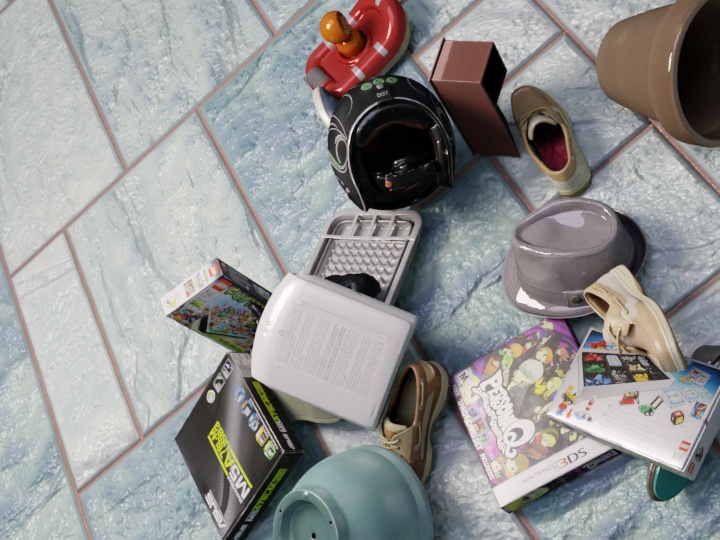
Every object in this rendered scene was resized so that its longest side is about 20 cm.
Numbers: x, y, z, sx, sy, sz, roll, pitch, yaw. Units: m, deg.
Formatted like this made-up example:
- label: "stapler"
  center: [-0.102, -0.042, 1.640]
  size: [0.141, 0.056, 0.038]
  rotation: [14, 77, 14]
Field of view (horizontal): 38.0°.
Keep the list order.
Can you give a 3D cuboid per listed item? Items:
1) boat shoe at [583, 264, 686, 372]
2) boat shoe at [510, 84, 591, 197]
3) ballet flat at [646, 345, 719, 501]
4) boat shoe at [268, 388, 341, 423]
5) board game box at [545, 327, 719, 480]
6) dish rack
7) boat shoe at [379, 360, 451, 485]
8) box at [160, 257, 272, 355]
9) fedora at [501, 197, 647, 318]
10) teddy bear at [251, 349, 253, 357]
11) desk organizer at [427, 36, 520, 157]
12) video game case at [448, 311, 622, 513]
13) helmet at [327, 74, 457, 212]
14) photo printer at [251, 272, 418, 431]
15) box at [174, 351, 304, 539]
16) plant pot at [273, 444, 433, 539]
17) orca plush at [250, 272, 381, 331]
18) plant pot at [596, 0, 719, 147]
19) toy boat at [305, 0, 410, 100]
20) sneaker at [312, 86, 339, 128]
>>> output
- label: "boat shoe"
  center: [0.316, 0.066, 1.222]
  size: [0.069, 0.074, 0.200]
  rotation: [-26, 25, 5]
- label: "boat shoe"
  center: [0.262, -0.196, 1.474]
  size: [0.074, 0.066, 0.201]
  rotation: [-35, 54, 14]
- label: "ballet flat"
  center: [0.384, 0.178, 1.236]
  size: [0.201, 0.067, 0.064]
  rotation: [-59, 25, -5]
- label: "boat shoe"
  center: [-0.089, 0.182, 1.531]
  size: [0.200, 0.060, 0.072]
  rotation: [5, 105, 36]
- label: "board game box"
  center: [0.326, 0.151, 1.226]
  size: [0.200, 0.035, 0.127]
  rotation: [19, 75, 49]
- label: "dish rack"
  center: [0.000, 0.000, 1.544]
  size: [0.171, 0.044, 0.201]
  rotation: [3, 55, 33]
- label: "boat shoe"
  center: [0.056, 0.214, 1.395]
  size: [0.075, 0.074, 0.201]
  rotation: [15, 90, 43]
- label: "box"
  center: [-0.192, 0.060, 1.561]
  size: [0.110, 0.200, 0.035]
  rotation: [-35, 54, 14]
- label: "fedora"
  center: [0.266, -0.031, 1.361]
  size: [0.199, 0.090, 0.178]
  rotation: [1, 57, 29]
- label: "teddy bear"
  center: [-0.069, 0.112, 1.513]
  size: [0.200, 0.144, 0.067]
  rotation: [23, 122, 56]
- label: "desk organizer"
  center: [0.172, -0.238, 1.469]
  size: [0.077, 0.200, 0.072]
  rotation: [9, 70, 29]
- label: "video game case"
  center: [0.224, 0.180, 1.343]
  size: [0.181, 0.036, 0.201]
  rotation: [-31, 55, 15]
- label: "helmet"
  center: [0.044, -0.177, 1.491]
  size: [0.200, 0.200, 0.191]
  rotation: [-45, 14, 6]
- label: "photo printer"
  center: [-0.042, 0.103, 1.405]
  size: [0.199, 0.069, 0.167]
  rotation: [21, 95, 8]
- label: "box"
  center: [-0.182, 0.255, 1.524]
  size: [0.193, 0.047, 0.200]
  rotation: [-55, 49, 25]
- label: "plant pot"
  center: [-0.025, 0.328, 1.330]
  size: [0.200, 0.134, 0.202]
  rotation: [-2, 87, 43]
- label: "orca plush"
  center: [-0.075, 0.036, 1.479]
  size: [0.199, 0.071, 0.106]
  rotation: [-7, 51, 28]
- label: "plant pot"
  center: [0.405, -0.270, 1.357]
  size: [0.174, 0.200, 0.201]
  rotation: [22, 81, 54]
- label: "toy boat"
  center: [-0.018, -0.374, 1.696]
  size: [0.200, 0.131, 0.131]
  rotation: [-46, 52, 6]
- label: "sneaker"
  center: [0.002, -0.225, 1.645]
  size: [0.084, 0.075, 0.200]
  rotation: [-38, 71, 10]
